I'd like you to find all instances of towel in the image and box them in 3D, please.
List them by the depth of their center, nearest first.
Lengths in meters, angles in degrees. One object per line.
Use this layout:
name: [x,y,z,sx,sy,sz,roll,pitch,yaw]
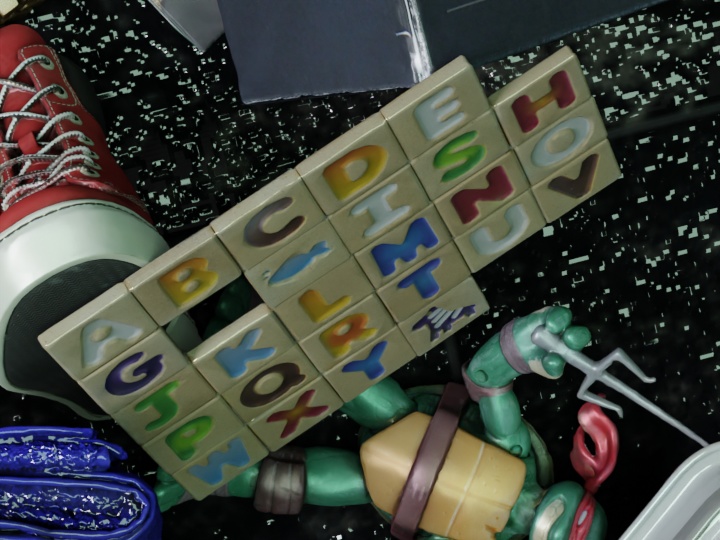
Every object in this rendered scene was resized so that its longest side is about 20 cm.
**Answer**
towel: [-0.145,0.089,0.955,0.147,0.200,0.050,1,77,-3]

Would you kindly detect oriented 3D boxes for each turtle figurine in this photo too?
turtle figurine: [0.027,0.080,1.024,0.199,0.101,0.150,19,82,5]

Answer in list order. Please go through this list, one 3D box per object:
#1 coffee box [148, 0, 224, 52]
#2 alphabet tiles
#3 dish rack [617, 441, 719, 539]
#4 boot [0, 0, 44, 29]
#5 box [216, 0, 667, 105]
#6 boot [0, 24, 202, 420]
coffee box: [-0.085,-0.192,0.969,0.123,0.044,0.200,-42,115,2]
alphabet tiles: [0.000,0.000,0.913,0.200,0.167,0.008,-33,63,0]
dish rack: [0.137,0.179,0.979,0.171,0.044,0.200,37,94,-24]
boot: [-0.213,-0.100,0.981,0.200,0.075,0.107,-37,96,-6]
box: [0.041,-0.181,0.928,0.200,0.124,0.197,-21,100,-33]
boot: [-0.114,-0.032,0.925,0.072,0.200,0.145,-22,78,-1]
